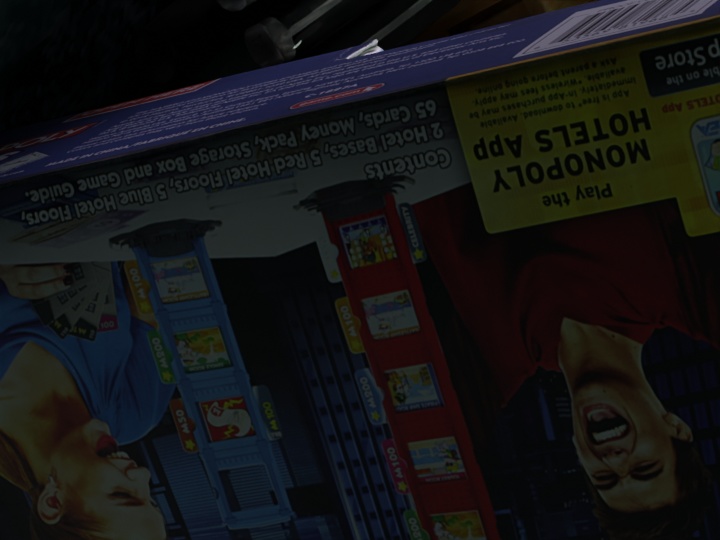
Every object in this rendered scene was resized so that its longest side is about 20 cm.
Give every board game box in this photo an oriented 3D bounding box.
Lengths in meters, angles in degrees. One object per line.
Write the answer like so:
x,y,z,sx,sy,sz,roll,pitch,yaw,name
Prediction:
0.017,0.063,0.493,0.062,0.199,0.201,-37,113,-58,board game box

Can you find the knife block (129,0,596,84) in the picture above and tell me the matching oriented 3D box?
0.021,-0.083,0.674,0.175,0.064,0.201,24,54,-40,knife block
